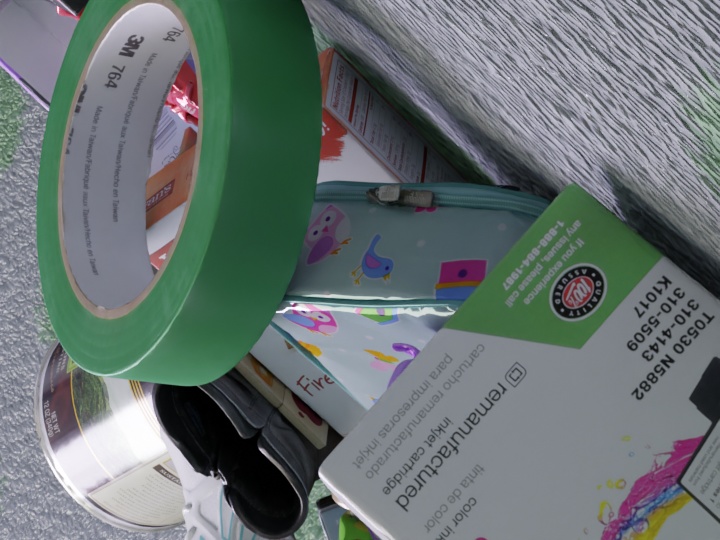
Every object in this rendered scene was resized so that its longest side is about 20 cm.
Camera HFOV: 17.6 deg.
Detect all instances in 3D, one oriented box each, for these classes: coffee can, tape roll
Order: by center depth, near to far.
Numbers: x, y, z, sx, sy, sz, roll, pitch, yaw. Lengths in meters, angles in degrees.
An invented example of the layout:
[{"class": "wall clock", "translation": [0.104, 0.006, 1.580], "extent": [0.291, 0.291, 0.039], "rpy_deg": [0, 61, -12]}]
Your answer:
[{"class": "tape roll", "translation": [-0.087, -0.049, 1.063], "extent": [0.048, 0.202, 0.200], "rpy_deg": [8, -164, -30]}, {"class": "coffee can", "translation": [-0.087, 0.063, 1.409], "extent": [0.146, 0.147, 0.200], "rpy_deg": [42, 138, -15]}]

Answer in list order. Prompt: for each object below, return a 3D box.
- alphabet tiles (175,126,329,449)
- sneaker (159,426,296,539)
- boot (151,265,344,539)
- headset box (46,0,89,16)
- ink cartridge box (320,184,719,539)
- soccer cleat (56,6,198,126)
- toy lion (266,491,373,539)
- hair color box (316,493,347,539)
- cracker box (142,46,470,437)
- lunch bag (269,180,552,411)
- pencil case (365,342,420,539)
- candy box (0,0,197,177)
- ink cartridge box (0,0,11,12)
[{"class": "alphabet tiles", "translation": [-0.046, 0.009, 1.263], "extent": [0.166, 0.006, 0.200], "rpy_deg": [46, -157, -20]}, {"class": "sneaker", "translation": [-0.069, 0.156, 1.259], "extent": [0.201, 0.080, 0.071], "rpy_deg": [56, 176, 31]}, {"class": "boot", "translation": [-0.083, 0.042, 1.218], "extent": [0.200, 0.070, 0.132], "rpy_deg": [43, -161, 2]}, {"class": "headset box", "translation": [-0.186, -0.211, 1.187], "extent": [0.149, 0.077, 0.200], "rpy_deg": [42, 176, -17]}, {"class": "ink cartridge box", "translation": [0.109, 0.092, 0.846], "extent": [0.200, 0.145, 0.084], "rpy_deg": [41, 175, 20]}, {"class": "soccer cleat", "translation": [-0.084, -0.103, 1.290], "extent": [0.200, 0.073, 0.068], "rpy_deg": [44, 136, 8]}, {"class": "toy lion", "translation": [0.061, 0.140, 1.005], "extent": [0.190, 0.069, 0.200], "rpy_deg": [7, -166, 19]}, {"class": "hair color box", "translation": [0.078, 0.117, 1.237], "extent": [0.099, 0.199, 0.061], "rpy_deg": [137, 112, -87]}, {"class": "cracker box", "translation": [0.000, 0.000, 1.175], "extent": [0.200, 0.134, 0.058], "rpy_deg": [43, -149, -24]}, {"class": "lunch bag", "translation": [0.052, 0.031, 1.062], "extent": [0.160, 0.077, 0.200], "rpy_deg": [6, 152, 39]}, {"class": "pencil case", "translation": [0.100, 0.090, 0.943], "extent": [0.198, 0.086, 0.084], "rpy_deg": [11, 179, 12]}, {"class": "candy box", "translation": [-0.140, -0.094, 1.458], "extent": [0.168, 0.072, 0.200], "rpy_deg": [40, 176, 41]}, {"class": "ink cartridge box", "translation": [-0.268, -0.230, 1.312], "extent": [0.200, 0.145, 0.084], "rpy_deg": [43, 176, -18]}]
